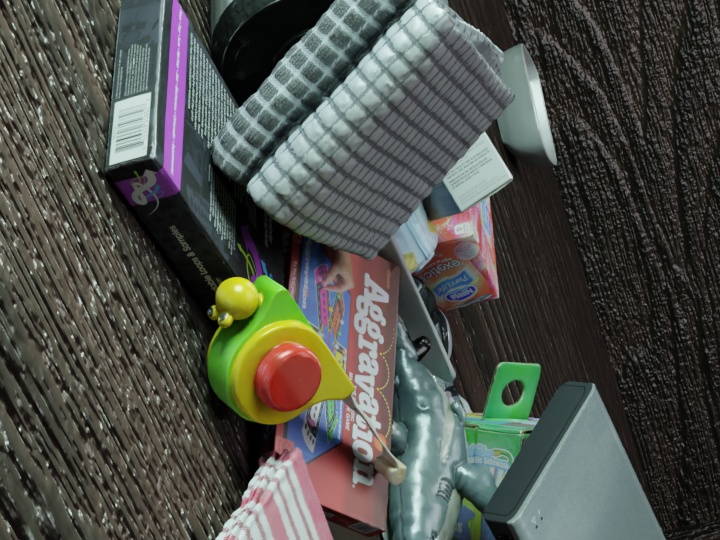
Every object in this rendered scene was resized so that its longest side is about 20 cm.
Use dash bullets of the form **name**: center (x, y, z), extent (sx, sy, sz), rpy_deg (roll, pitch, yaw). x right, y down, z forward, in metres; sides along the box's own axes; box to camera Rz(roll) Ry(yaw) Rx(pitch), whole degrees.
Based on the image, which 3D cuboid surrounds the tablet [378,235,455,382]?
- **tablet**: center (0.000, 0.000, 1.165), extent (0.130, 0.014, 0.200), rpy_deg (28, -26, 42)

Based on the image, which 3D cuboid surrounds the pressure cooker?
- **pressure cooker**: center (-0.027, -0.219, 1.109), extent (0.176, 0.178, 0.201), rpy_deg (93, -6, -54)

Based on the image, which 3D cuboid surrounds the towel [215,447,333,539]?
- **towel**: center (-0.051, 0.206, 0.864), extent (0.200, 0.030, 0.147), rpy_deg (-54, 128, -63)

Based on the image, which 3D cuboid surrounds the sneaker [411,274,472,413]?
- **sneaker**: center (0.042, 0.084, 1.304), extent (0.114, 0.075, 0.200), rpy_deg (61, 15, -45)

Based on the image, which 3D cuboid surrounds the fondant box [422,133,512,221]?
- **fondant box**: center (0.035, -0.140, 1.294), extent (0.200, 0.058, 0.144), rpy_deg (59, -13, -5)

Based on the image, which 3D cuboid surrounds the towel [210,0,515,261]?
- **towel**: center (0.006, -0.102, 0.963), extent (0.086, 0.166, 0.200), rpy_deg (44, 9, 16)

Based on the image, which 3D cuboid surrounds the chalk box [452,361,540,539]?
- **chalk box**: center (0.108, 0.172, 1.196), extent (0.124, 0.124, 0.201), rpy_deg (6, 86, -49)

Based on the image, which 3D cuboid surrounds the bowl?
- **bowl**: center (0.277, -0.274, 2.632), extent (0.200, 0.074, 0.201), rpy_deg (23, 54, -74)

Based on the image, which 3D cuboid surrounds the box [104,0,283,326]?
- **box**: center (-0.096, -0.056, 0.947), extent (0.200, 0.036, 0.143), rpy_deg (59, 22, -48)

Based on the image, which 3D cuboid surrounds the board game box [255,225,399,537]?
- **board game box**: center (-0.019, 0.068, 1.022), extent (0.103, 0.019, 0.201), rpy_deg (29, 52, -37)

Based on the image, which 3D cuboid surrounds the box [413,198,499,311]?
- **box**: center (0.077, -0.065, 1.543), extent (0.103, 0.094, 0.200), rpy_deg (63, 19, -45)

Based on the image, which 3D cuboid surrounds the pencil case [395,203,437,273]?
- **pencil case**: center (0.000, -0.084, 1.247), extent (0.083, 0.090, 0.200), rpy_deg (-59, 142, -36)

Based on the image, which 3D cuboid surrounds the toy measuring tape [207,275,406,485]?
- **toy measuring tape**: center (-0.040, 0.082, 0.939), extent (0.074, 0.073, 0.200), rpy_deg (-88, 153, -49)

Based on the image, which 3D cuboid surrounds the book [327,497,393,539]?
- **book**: center (-0.002, 0.130, 1.142), extent (0.200, 0.048, 0.134), rpy_deg (-91, 167, -46)

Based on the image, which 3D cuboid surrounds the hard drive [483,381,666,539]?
- **hard drive**: center (0.169, 0.203, 1.147), extent (0.140, 0.033, 0.200), rpy_deg (-53, 129, -35)

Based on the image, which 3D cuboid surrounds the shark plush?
- **shark plush**: center (0.044, 0.114, 1.099), extent (0.083, 0.091, 0.201), rpy_deg (5, 82, -52)
